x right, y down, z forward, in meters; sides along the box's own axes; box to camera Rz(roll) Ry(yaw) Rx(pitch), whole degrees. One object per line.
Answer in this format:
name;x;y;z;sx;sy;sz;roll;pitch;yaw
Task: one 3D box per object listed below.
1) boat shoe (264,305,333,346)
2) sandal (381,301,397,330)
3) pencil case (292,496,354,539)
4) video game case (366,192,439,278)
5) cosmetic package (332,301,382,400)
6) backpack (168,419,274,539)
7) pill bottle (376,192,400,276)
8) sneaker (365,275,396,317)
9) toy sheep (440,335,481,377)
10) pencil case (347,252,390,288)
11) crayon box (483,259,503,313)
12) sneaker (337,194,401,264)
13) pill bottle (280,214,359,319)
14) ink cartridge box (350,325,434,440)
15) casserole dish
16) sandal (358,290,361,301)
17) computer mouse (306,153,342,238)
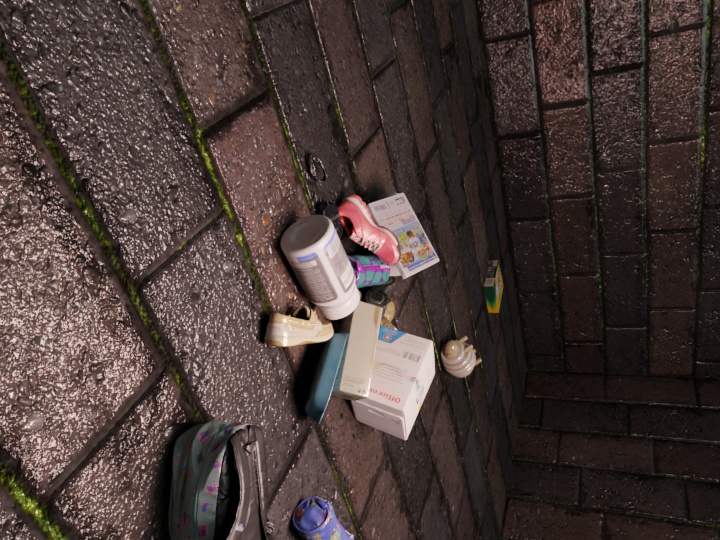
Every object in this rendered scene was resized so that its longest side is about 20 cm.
boat shoe;-0.113;0.105;1.093;0.199;0.072;0.071;-1;95;-64
sandal;0.070;0.151;1.481;0.212;0.068;0.079;-56;136;-51
pencil case;-0.068;0.548;1.148;0.087;0.077;0.202;-40;130;-22
video game case;0.108;-0.091;1.395;0.142;0.018;0.203;-22;82;-44
cosmetic package;-0.011;0.180;1.240;0.105;0.070;0.204;139;-36;-67
backpack;-0.207;0.328;0.821;0.167;0.124;0.205;23;66;-74
pill bottle;0.090;-0.099;1.474;0.113;0.111;0.204;40;41;-57
sneaker;0.042;0.073;1.439;0.201;0.074;0.092;-60;166;-59
toy sheep;0.361;0.321;2.014;0.201;0.136;0.140;53;42;-34
pencil case;0.000;0.000;1.314;0.199;0.091;0.087;-8;83;-64
crayon box;0.662;0.078;2.750;0.202;0.057;0.175;-65;143;-44
sneaker;0.010;-0.082;1.313;0.200;0.074;0.087;47;47;1
pill bottle;-0.076;-0.002;1.134;0.115;0.112;0.202;-67;145;-41
ink cartridge box;0.080;0.272;1.352;0.202;0.145;0.146;-58;152;-35
casserole dish;-0.074;0.217;1.155;0.122;0.038;0.203;116;-7;-53
sandal;-0.003;0.144;1.345;0.080;0.053;0.205;1;87;-64
computer mouse;-0.085;-0.158;1.228;0.058;0.034;0.204;-30;111;-43
